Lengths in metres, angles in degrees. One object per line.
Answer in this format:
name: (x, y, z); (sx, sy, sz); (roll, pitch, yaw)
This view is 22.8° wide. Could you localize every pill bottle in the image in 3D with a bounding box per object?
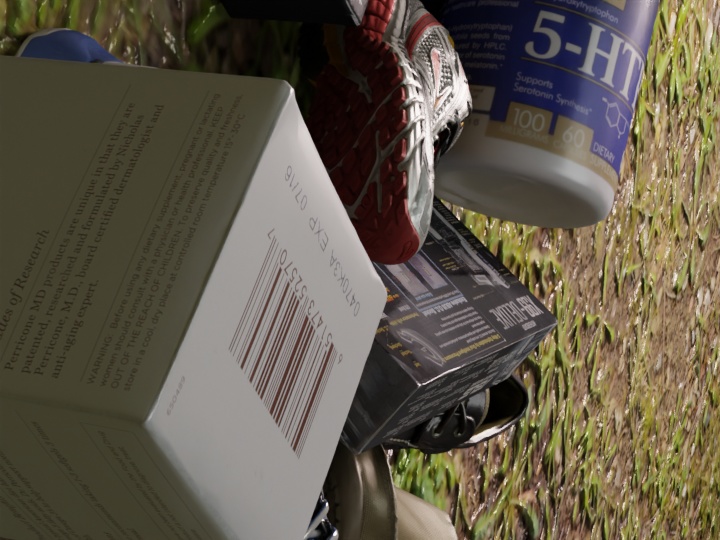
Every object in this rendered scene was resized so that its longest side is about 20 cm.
pill bottle: (0.103, -0.136, 1.000); (0.120, 0.119, 0.201); (38, 63, -64)

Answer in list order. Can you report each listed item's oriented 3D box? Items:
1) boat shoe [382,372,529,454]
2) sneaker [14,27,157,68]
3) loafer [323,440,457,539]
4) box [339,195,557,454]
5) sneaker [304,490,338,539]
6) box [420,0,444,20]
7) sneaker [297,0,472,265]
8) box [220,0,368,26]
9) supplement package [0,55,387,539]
boat shoe: (0.041, 0.063, 0.978); (0.200, 0.064, 0.074); (-2, 100, -67)
sneaker: (-0.093, 0.004, 0.715); (0.080, 0.114, 0.201); (13, 85, -66)
loafer: (0.016, 0.139, 0.904); (0.200, 0.067, 0.076); (80, -6, -58)
box: (0.000, 0.000, 0.884); (0.050, 0.158, 0.200); (-49, 167, 22)
sneaker: (-0.026, 0.128, 0.745); (0.077, 0.085, 0.201); (-22, 114, -37)
box: (0.028, -0.172, 1.006); (0.121, 0.032, 0.201); (-4, 102, -67)
sneaker: (0.022, -0.076, 0.866); (0.082, 0.078, 0.201); (31, 36, -25)
box: (-0.026, -0.240, 0.850); (0.141, 0.078, 0.201); (55, 46, -54)
supplement package: (-0.111, 0.011, 0.564); (0.117, 0.199, 0.118); (64, 40, -53)
